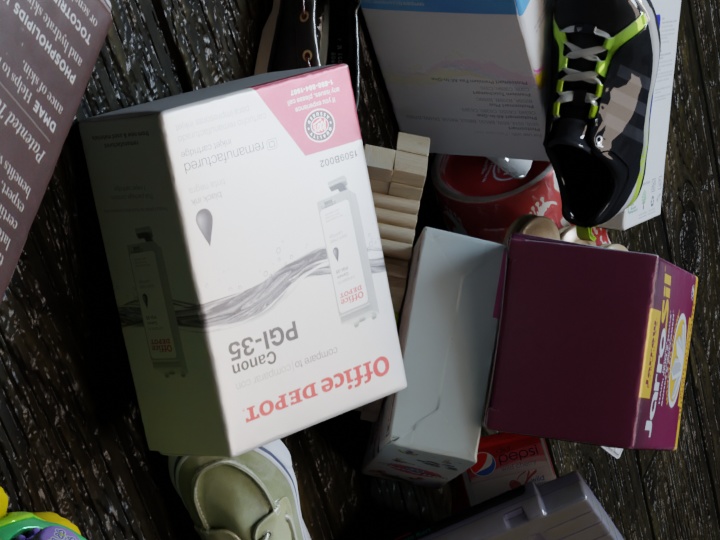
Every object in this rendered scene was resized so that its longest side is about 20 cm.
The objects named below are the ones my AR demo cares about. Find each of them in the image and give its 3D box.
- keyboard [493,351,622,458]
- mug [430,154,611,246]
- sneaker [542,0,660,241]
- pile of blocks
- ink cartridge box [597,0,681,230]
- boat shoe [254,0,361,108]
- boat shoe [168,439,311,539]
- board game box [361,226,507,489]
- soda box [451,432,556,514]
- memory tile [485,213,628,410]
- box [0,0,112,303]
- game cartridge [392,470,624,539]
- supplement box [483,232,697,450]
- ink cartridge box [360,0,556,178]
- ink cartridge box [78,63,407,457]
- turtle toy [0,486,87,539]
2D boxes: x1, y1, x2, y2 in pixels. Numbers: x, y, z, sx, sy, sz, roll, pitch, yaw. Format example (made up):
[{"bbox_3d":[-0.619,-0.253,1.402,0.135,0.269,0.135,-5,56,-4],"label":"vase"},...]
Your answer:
[{"bbox_3d":[0.151,0.076,1.625,0.200,0.011,0.056,38,66,-44],"label":"keyboard"},{"bbox_3d":[0.139,-0.002,1.693,0.178,0.133,0.200,-112,180,-53],"label":"mug"},{"bbox_3d":[0.164,-0.114,1.528,0.083,0.072,0.200,-46,135,-50],"label":"sneaker"},{"bbox_3d":[0.000,0.000,1.525,0.082,0.062,0.200,111,-10,-75],"label":"pile of blocks"},{"bbox_3d":[0.204,-0.135,1.652,0.099,0.039,0.200,-17,115,-65],"label":"ink cartridge box"},{"bbox_3d":[-0.025,-0.188,1.429,0.074,0.063,0.201,7,87,-62],"label":"boat shoe"},{"bbox_3d":[-0.064,0.161,1.380,0.200,0.072,0.062,65,8,-49],"label":"boat shoe"},{"bbox_3d":[0.050,0.066,1.525,0.200,0.064,0.148,118,-17,-78],"label":"board game box"},{"bbox_3d":[0.108,0.188,1.668,0.200,0.070,0.063,88,-12,-63],"label":"soda box"},{"bbox_3d":[0.160,0.047,1.651,0.200,0.017,0.153,18,86,-46],"label":"memory tile"},{"bbox_3d":[-0.233,-0.074,0.906,0.164,0.166,0.200,54,48,-54],"label":"box"},{"bbox_3d":[0.084,0.213,1.587,0.130,0.200,0.038,56,13,-49],"label":"game cartridge"},{"bbox_3d":[0.160,0.052,1.497,0.200,0.103,0.131,13,85,-73],"label":"supplement box"},{"bbox_3d":[0.091,-0.176,1.590,0.129,0.125,0.200,-61,146,-39],"label":"ink cartridge box"},{"bbox_3d":[-0.064,-0.007,1.275,0.147,0.083,0.200,-19,102,-40],"label":"ink cartridge box"},{"bbox_3d":[-0.181,0.182,1.130,0.200,0.101,0.146,43,57,-58],"label":"turtle toy"}]
